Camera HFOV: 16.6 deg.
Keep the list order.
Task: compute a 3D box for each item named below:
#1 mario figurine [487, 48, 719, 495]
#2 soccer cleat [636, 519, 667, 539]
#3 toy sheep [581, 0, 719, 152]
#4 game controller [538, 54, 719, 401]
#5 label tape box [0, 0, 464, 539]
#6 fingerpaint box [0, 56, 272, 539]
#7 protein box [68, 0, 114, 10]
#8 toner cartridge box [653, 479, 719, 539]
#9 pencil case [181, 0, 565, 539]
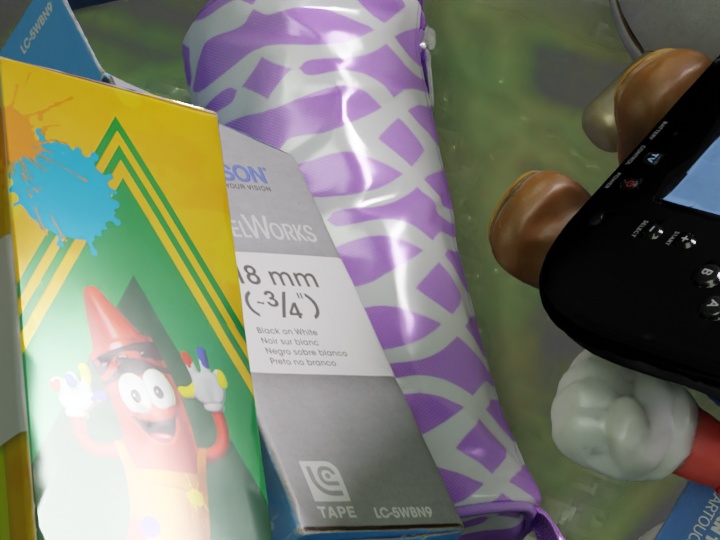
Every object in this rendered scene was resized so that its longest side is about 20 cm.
[{"bbox_3d":[0.126,0.013,0.639,0.200,0.106,0.124,39,115,32],"label":"mario figurine"},{"bbox_3d":[0.159,0.079,0.742,0.200,0.078,0.069,-30,84,19],"label":"soccer cleat"},{"bbox_3d":[0.135,-0.110,0.762,0.138,0.138,0.200,41,78,16],"label":"toy sheep"},{"bbox_3d":[0.133,-0.040,0.623,0.104,0.042,0.200,24,57,34],"label":"game controller"},{"bbox_3d":[-0.065,0.033,0.738,0.144,0.063,0.200,-50,53,38],"label":"label tape box"},{"bbox_3d":[-0.108,0.069,0.662,0.073,0.200,0.167,13,53,-34],"label":"fingerpaint box"},{"bbox_3d":[-0.034,-0.197,0.773,0.198,0.200,0.135,-11,73,5],"label":"protein box"},{"bbox_3d":[0.093,0.156,0.702,0.095,0.043,0.200,30,101,14],"label":"toner cartridge box"},{"bbox_3d":[0.000,0.000,0.778,0.085,0.084,0.200,-6,73,-18],"label":"pencil case"}]
